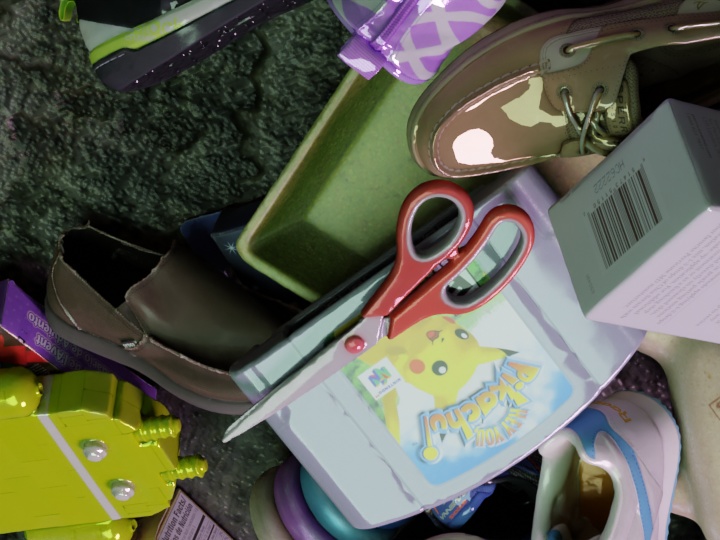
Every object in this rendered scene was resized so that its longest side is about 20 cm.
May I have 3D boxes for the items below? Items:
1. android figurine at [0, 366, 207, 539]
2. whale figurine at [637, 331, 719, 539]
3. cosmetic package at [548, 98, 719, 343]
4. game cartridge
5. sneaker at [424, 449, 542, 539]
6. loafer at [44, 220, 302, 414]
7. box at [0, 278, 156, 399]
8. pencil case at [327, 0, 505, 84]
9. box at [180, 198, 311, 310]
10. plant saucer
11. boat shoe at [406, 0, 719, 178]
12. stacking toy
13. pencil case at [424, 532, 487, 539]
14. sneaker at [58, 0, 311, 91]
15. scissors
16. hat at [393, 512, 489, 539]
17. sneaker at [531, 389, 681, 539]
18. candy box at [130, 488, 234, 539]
[{"bbox_3d":[-0.195,0.116,1.537,0.200,0.041,0.182,-6,141,15],"label":"android figurine"},{"bbox_3d":[0.227,0.080,1.415,0.159,0.104,0.200,-39,88,14],"label":"whale figurine"},{"bbox_3d":[0.207,-0.016,1.285,0.200,0.071,0.101,11,139,-37],"label":"cosmetic package"},{"bbox_3d":[0.047,0.047,1.336,0.200,0.040,0.133,-36,108,11],"label":"game cartridge"},{"bbox_3d":[0.046,0.104,1.406,0.200,0.078,0.075,24,123,-23],"label":"sneaker"},{"bbox_3d":[-0.106,0.025,1.447,0.200,0.073,0.071,15,137,26],"label":"loafer"},{"bbox_3d":[-0.247,0.087,1.569,0.200,0.039,0.137,-24,134,31],"label":"box"},{"bbox_3d":[0.067,-0.181,1.222,0.084,0.086,0.200,34,116,-17],"label":"pencil case"},{"bbox_3d":[0.000,0.000,1.451,0.200,0.032,0.121,-16,121,28],"label":"box"},{"bbox_3d":[0.067,-0.044,1.349,0.200,0.048,0.200,32,105,-9],"label":"plant saucer"},{"bbox_3d":[0.120,-0.094,1.260,0.200,0.065,0.071,-25,129,-2],"label":"boat shoe"},{"bbox_3d":[0.024,0.110,1.506,0.085,0.085,0.200,40,123,-16],"label":"stacking toy"},{"bbox_3d":[0.075,0.219,1.435,0.089,0.078,0.200,-32,145,2],"label":"pencil case"},{"bbox_3d":[-0.074,-0.168,1.311,0.200,0.072,0.083,-27,85,17],"label":"sneaker"},{"bbox_3d":[0.011,0.034,1.306,0.073,0.014,0.200,31,110,-21],"label":"scissors"},{"bbox_3d":[0.067,0.190,1.540,0.200,0.081,0.201,-2,148,-1],"label":"hat"},{"bbox_3d":[0.132,0.170,1.386,0.076,0.081,0.200,3,102,41],"label":"sneaker"},{"bbox_3d":[-0.099,0.246,1.664,0.117,0.056,0.200,-31,112,35],"label":"candy box"}]
